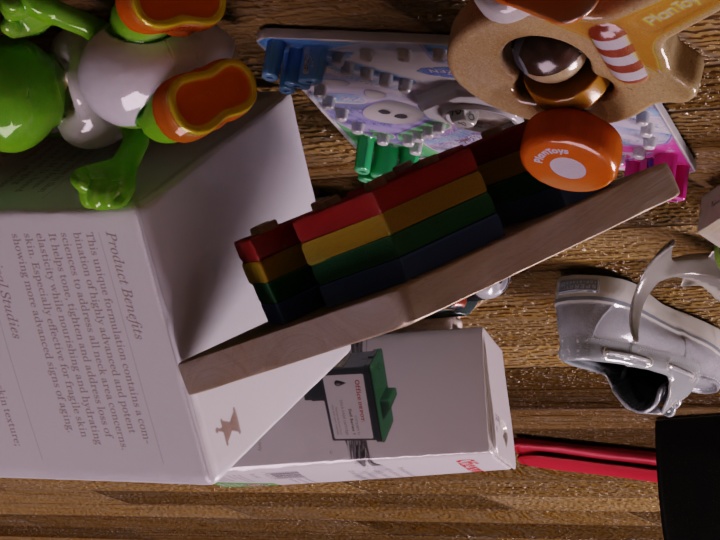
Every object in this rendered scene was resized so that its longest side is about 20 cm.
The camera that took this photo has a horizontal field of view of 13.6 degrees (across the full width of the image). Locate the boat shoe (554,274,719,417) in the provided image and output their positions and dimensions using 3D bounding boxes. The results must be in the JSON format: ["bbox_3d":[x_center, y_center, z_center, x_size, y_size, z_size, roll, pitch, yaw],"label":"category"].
[{"bbox_3d":[0.187,0.061,2.013,0.070,0.072,0.201,-1,163,35],"label":"boat shoe"}]

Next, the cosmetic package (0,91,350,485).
[{"bbox_3d":[-0.142,0.008,1.683,0.199,0.168,0.166,0,-155,31],"label":"cosmetic package"}]

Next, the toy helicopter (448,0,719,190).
[{"bbox_3d":[0.113,-0.120,1.363,0.132,0.079,0.200,32,147,-26],"label":"toy helicopter"}]

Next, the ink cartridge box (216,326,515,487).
[{"bbox_3d":[-0.007,0.089,1.918,0.199,0.085,0.146,-5,172,6],"label":"ink cartridge box"}]

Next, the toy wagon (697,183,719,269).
[{"bbox_3d":[0.294,-0.017,1.708,0.199,0.040,0.155,11,166,-12],"label":"toy wagon"}]

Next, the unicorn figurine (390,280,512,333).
[{"bbox_3d":[-0.016,0.036,2.030,0.199,0.074,0.137,13,163,-10],"label":"unicorn figurine"}]

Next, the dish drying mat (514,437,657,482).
[{"bbox_3d":[0.228,0.164,2.509,0.199,0.018,0.077,5,167,13],"label":"dish drying mat"}]

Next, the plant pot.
[{"bbox_3d":[0.350,0.219,2.327,0.199,0.178,0.199,21,163,-38],"label":"plant pot"}]

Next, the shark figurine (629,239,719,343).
[{"bbox_3d":[0.258,0.016,1.842,0.214,0.129,0.089,33,132,-21],"label":"shark figurine"}]

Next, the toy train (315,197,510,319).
[{"bbox_3d":[0.000,0.000,1.888,0.199,0.086,0.114,-7,171,43],"label":"toy train"}]

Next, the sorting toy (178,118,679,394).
[{"bbox_3d":[0.024,-0.018,1.550,0.199,0.070,0.198,-25,-177,-38],"label":"sorting toy"}]

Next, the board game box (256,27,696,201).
[{"bbox_3d":[0.065,-0.081,1.623,0.199,0.026,0.200,4,165,18],"label":"board game box"}]

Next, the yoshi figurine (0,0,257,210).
[{"bbox_3d":[-0.144,-0.096,1.553,0.112,0.113,0.200,33,159,-24],"label":"yoshi figurine"}]
